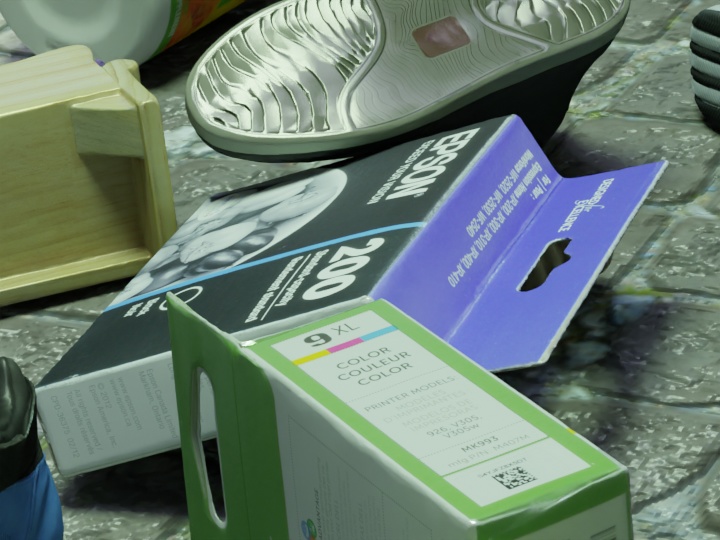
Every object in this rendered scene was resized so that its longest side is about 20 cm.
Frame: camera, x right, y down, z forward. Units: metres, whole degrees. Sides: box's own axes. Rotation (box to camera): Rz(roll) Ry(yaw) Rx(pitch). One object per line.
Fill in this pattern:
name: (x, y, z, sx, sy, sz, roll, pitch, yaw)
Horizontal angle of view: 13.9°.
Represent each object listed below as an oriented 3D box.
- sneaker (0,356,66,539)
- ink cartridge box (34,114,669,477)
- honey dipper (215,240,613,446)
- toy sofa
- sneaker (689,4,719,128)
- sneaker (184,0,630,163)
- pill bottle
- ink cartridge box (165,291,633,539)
sneaker: (-0.159, 0.098, 0.939, 0.076, 0.112, 0.200, 8, 29, 25)
ink cartridge box: (0.000, 0.000, 1.116, 0.199, 0.044, 0.198, -13, 18, 24)
honey dipper: (0.021, 0.023, 1.143, 0.038, 0.038, 0.200, 20, 37, 42)
toy sofa: (-0.180, -0.027, 1.233, 0.199, 0.083, 0.098, -14, 22, -16)
sneaker: (0.225, -0.080, 1.274, 0.087, 0.075, 0.200, -12, 25, -23)
sneaker: (0.018, -0.069, 1.259, 0.199, 0.106, 0.075, -16, 63, -18)
pill bottle: (-0.090, -0.183, 1.501, 0.111, 0.112, 0.200, 12, 31, 32)
ink cartridge box: (0.011, 0.078, 0.953, 0.059, 0.104, 0.200, -18, 28, -25)
